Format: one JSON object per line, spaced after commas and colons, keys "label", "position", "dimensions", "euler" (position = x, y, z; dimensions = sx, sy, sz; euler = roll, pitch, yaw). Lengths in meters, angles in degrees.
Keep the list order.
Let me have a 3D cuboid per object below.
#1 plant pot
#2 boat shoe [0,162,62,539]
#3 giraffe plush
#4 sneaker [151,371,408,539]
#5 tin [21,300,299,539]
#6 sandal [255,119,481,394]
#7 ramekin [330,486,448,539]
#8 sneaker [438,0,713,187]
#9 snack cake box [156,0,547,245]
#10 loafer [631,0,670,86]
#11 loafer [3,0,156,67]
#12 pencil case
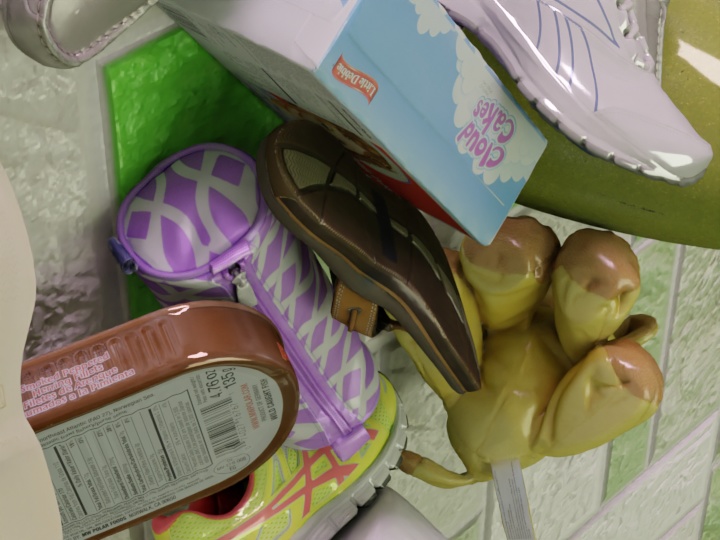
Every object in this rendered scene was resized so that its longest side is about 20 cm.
{"label": "plant pot", "position": [0.183, -0.090, 0.981], "dimensions": [0.187, 0.200, 0.188], "euler": [-33, 139, -34]}
{"label": "boat shoe", "position": [-0.172, 0.041, 0.694], "dimensions": [0.074, 0.063, 0.203], "euler": [-5, 87, -55]}
{"label": "giraffe plush", "position": [0.116, 0.052, 1.068], "dimensions": [0.162, 0.172, 0.201], "euler": [-37, 133, -65]}
{"label": "sneaker", "position": [-0.045, 0.111, 0.956], "dimensions": [0.090, 0.078, 0.200], "euler": [53, 46, -14]}
{"label": "tin", "position": [-0.123, 0.080, 0.788], "dimensions": [0.199, 0.042, 0.112], "euler": [-22, 138, -9]}
{"label": "sandal", "position": [0.000, 0.000, 0.835], "dimensions": [0.054, 0.082, 0.200], "euler": [-24, 143, 22]}
{"label": "ramekin", "position": [-0.020, 0.216, 0.967], "dimensions": [0.200, 0.200, 0.098], "euler": [-45, 100, -20]}
{"label": "sneaker", "position": [0.100, -0.122, 0.817], "dimensions": [0.087, 0.200, 0.074], "euler": [-45, 176, 11]}
{"label": "snack cake box", "position": [-0.001, -0.096, 0.810], "dimensions": [0.067, 0.115, 0.200], "euler": [-58, 147, -5]}
{"label": "loafer", "position": [0.141, -0.161, 0.873], "dimensions": [0.069, 0.070, 0.201], "euler": [-11, 107, -19]}
{"label": "loafer", "position": [-0.070, -0.165, 0.693], "dimensions": [0.200, 0.070, 0.070], "euler": [-55, 147, -6]}
{"label": "pencil case", "position": [-0.051, 0.019, 0.863], "dimensions": [0.084, 0.085, 0.200], "euler": [-43, 145, -8]}
